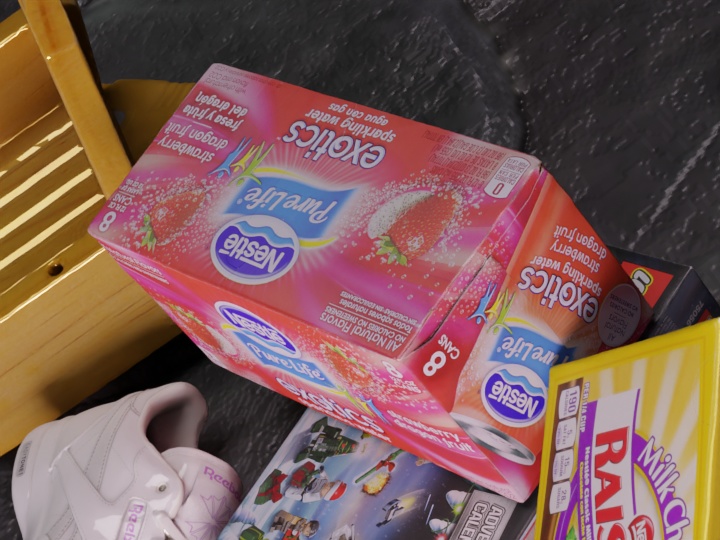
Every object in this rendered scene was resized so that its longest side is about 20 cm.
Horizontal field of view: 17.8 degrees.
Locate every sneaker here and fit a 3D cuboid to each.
[{"bbox_3d":[-0.097,0.123,0.942,0.100,0.075,0.200,-27,42,19],"label":"sneaker"}]

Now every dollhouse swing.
[{"bbox_3d":[-0.182,-0.059,1.057,0.182,0.176,0.200,-34,43,6],"label":"dollhouse swing"}]

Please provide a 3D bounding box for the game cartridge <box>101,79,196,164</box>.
[{"bbox_3d":[-0.169,-0.023,1.166,0.200,0.032,0.176,2,56,40],"label":"game cartridge"}]

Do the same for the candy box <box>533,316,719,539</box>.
[{"bbox_3d":[0.090,0.121,0.764,0.102,0.026,0.200,-21,58,55],"label":"candy box"}]

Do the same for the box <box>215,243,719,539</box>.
[{"bbox_3d":[0.037,0.072,0.910,0.137,0.040,0.200,17,66,45],"label":"box"}]

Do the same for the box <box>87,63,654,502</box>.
[{"bbox_3d":[0.000,0.000,0.896,0.200,0.100,0.096,21,69,46],"label":"box"}]
